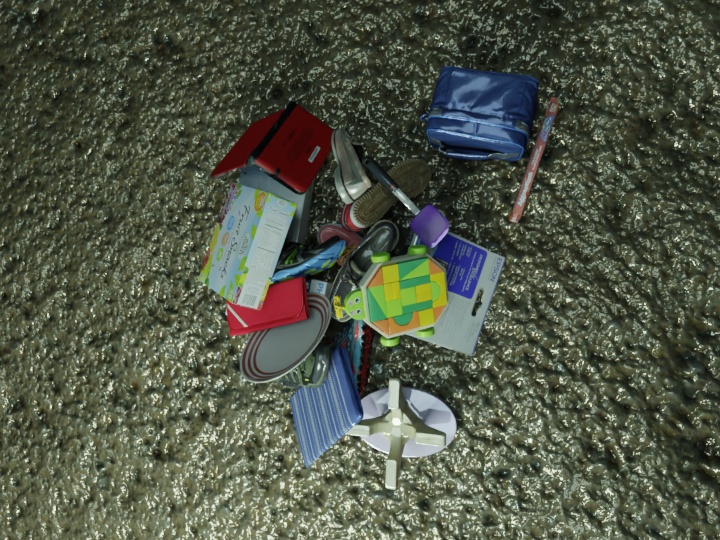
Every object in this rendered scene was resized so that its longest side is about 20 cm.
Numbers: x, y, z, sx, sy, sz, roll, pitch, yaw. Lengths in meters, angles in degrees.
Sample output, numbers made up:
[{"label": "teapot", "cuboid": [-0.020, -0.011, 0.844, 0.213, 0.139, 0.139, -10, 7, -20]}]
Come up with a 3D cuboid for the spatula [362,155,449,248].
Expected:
[{"label": "spatula", "cuboid": [0.073, -0.126, 0.890, 0.057, 0.021, 0.200, -44, 81, 9]}]

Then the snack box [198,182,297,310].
[{"label": "snack box", "cuboid": [-0.213, -0.050, 0.957, 0.168, 0.067, 0.203, 22, 94, 50]}]

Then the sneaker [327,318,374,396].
[{"label": "sneaker", "cuboid": [-0.029, 0.143, 0.990, 0.094, 0.079, 0.204, 9, 89, 16]}]

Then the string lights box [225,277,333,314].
[{"label": "string lights box", "cuboid": [-0.160, 0.057, 1.034, 0.197, 0.059, 0.105, 10, 87, 14]}]

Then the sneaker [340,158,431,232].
[{"label": "sneaker", "cuboid": [0.042, -0.143, 0.993, 0.199, 0.112, 0.072, -37, 98, -23]}]

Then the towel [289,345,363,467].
[{"label": "towel", "cuboid": [-0.065, 0.251, 0.952, 0.200, 0.024, 0.146, -50, 45, 35]}]

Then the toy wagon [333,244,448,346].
[{"label": "toy wagon", "cuboid": [0.053, 0.047, 0.864, 0.197, 0.040, 0.158, -12, 103, -18]}]

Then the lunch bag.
[{"label": "lunch bag", "cuboid": [0.205, -0.267, 0.922, 0.197, 0.136, 0.135, 12, 90, 14]}]

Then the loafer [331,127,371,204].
[{"label": "loafer", "cuboid": [-0.012, -0.205, 0.969, 0.062, 0.072, 0.202, -22, 45, 18]}]

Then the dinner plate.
[{"label": "dinner plate", "cuboid": [-0.130, 0.120, 0.918, 0.198, 0.201, 0.024, -31, 119, 11]}]

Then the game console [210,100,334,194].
[{"label": "game console", "cuboid": [-0.164, -0.225, 1.010, 0.171, 0.202, 0.119, 32, 140, -11]}]

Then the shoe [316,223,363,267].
[{"label": "shoe", "cuboid": [-0.010, -0.027, 0.986, 0.199, 0.091, 0.072, 38, 96, 12]}]

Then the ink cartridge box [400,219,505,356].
[{"label": "ink cartridge box", "cuboid": [0.150, 0.035, 0.943, 0.197, 0.043, 0.201, 20, 89, -21]}]

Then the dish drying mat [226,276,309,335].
[{"label": "dish drying mat", "cuboid": [-0.176, 0.069, 0.956, 0.198, 0.018, 0.078, -16, 75, 33]}]

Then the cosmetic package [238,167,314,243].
[{"label": "cosmetic package", "cuboid": [-0.182, -0.105, 1.052, 0.148, 0.052, 0.204, 10, 89, 12]}]

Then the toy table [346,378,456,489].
[{"label": "toy table", "cuboid": [0.072, 0.283, 0.940, 0.197, 0.117, 0.187, -10, 85, 14]}]

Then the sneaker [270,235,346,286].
[{"label": "sneaker", "cuboid": [-0.121, -0.027, 0.964, 0.197, 0.071, 0.084, -19, 76, 19]}]

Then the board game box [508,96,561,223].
[{"label": "board game box", "cuboid": [0.305, -0.189, 0.912, 0.019, 0.103, 0.203, 19, 92, 14]}]

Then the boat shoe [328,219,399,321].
[{"label": "boat shoe", "cuboid": [0.000, 0.000, 0.902, 0.071, 0.065, 0.201, 35, 96, 7]}]

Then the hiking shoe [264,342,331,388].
[{"label": "hiking shoe", "cuboid": [-0.128, 0.176, 0.952, 0.199, 0.099, 0.077, -34, 45, 50]}]
